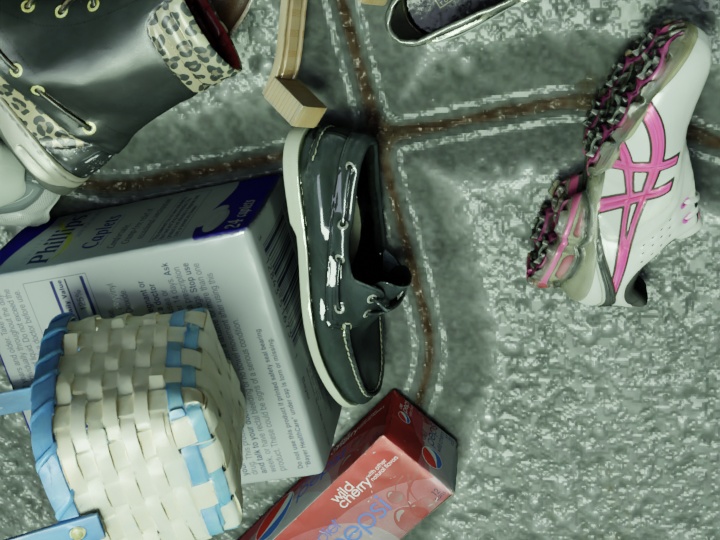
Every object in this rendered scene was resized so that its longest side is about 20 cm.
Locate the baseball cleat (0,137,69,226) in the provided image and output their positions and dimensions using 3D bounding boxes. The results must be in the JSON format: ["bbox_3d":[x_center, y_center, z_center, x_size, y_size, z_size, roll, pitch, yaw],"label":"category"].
[{"bbox_3d":[-0.283,-0.053,0.942,0.199,0.106,0.070,5,80,36],"label":"baseball cleat"}]

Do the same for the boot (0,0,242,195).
[{"bbox_3d":[-0.182,-0.163,0.839,0.153,0.074,0.204,-27,109,17],"label":"boot"}]

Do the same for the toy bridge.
[{"bbox_3d":[-0.009,-0.187,0.836,0.067,0.027,0.201,46,121,26],"label":"toy bridge"}]

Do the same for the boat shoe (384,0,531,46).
[{"bbox_3d":[0.098,-0.191,0.797,0.200,0.064,0.071,-35,95,28],"label":"boat shoe"}]

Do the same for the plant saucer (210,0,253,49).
[{"bbox_3d":[-0.152,-0.219,0.860,0.198,0.032,0.202,4,115,8],"label":"plant saucer"}]

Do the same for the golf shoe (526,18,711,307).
[{"bbox_3d":[0.177,-0.063,0.856,0.091,0.073,0.201,18,127,-5],"label":"golf shoe"}]

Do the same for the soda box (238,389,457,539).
[{"bbox_3d":[-0.018,0.182,1.009,0.070,0.064,0.200,40,115,-10],"label":"soda box"}]

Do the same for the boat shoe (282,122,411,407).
[{"bbox_3d":[0.001,-0.001,0.912,0.066,0.074,0.201,-1,106,24],"label":"boat shoe"}]

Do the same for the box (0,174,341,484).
[{"bbox_3d":[-0.131,0.050,0.943,0.198,0.105,0.185,-9,114,14],"label":"box"}]

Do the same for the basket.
[{"bbox_3d":[-0.171,0.112,0.823,0.198,0.177,0.140,-10,118,2],"label":"basket"}]
